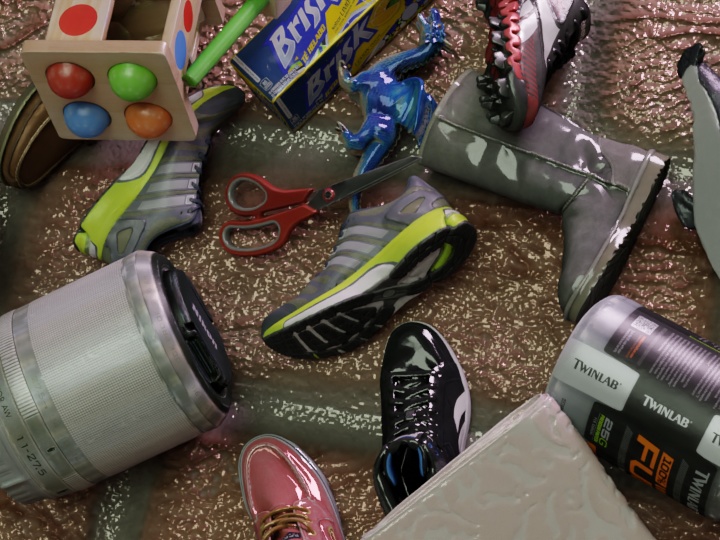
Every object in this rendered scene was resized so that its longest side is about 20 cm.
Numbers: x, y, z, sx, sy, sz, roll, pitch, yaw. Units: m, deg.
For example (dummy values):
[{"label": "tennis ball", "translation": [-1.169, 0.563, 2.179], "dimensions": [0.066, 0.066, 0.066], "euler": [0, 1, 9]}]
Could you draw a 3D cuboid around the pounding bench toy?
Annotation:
[{"label": "pounding bench toy", "translation": [-0.164, -0.194, 1.710], "dimensions": [0.199, 0.124, 0.157], "euler": [2, 59, 12]}]

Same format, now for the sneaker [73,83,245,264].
[{"label": "sneaker", "translation": [-0.160, -0.076, 1.779], "dimensions": [0.081, 0.074, 0.200], "euler": [37, 87, 7]}]

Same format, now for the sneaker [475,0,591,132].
[{"label": "sneaker", "translation": [0.149, -0.195, 1.710], "dimensions": [0.097, 0.071, 0.201], "euler": [10, 49, -8]}]

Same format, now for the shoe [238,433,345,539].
[{"label": "shoe", "translation": [-0.052, 0.213, 1.635], "dimensions": [0.071, 0.091, 0.201], "euler": [-27, 68, 4]}]

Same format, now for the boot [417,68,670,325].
[{"label": "boot", "translation": [0.137, -0.065, 1.691], "dimensions": [0.199, 0.073, 0.182], "euler": [24, 66, 13]}]

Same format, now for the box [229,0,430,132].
[{"label": "box", "translation": [-0.017, -0.220, 1.780], "dimensions": [0.200, 0.070, 0.064], "euler": [-45, 65, -3]}]

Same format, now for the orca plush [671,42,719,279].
[{"label": "orca plush", "translation": [0.308, -0.085, 1.672], "dimensions": [0.105, 0.071, 0.201], "euler": [-47, 52, 45]}]

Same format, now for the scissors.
[{"label": "scissors", "translation": [-0.035, -0.054, 1.733], "dimensions": [0.199, 0.014, 0.074], "euler": [-5, 84, 26]}]

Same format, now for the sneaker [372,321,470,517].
[{"label": "sneaker", "translation": [0.047, 0.125, 1.628], "dimensions": [0.073, 0.112, 0.201], "euler": [-9, 70, 10]}]

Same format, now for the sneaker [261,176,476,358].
[{"label": "sneaker", "translation": [0.000, 0.000, 1.701], "dimensions": [0.200, 0.074, 0.081], "euler": [-34, 52, 5]}]

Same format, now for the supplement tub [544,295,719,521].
[{"label": "supplement tub", "translation": [0.252, 0.113, 1.575], "dimensions": [0.199, 0.123, 0.123], "euler": [29, 81, 22]}]

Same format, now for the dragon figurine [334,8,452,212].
[{"label": "dragon figurine", "translation": [0.033, -0.133, 1.745], "dimensions": [0.099, 0.059, 0.201], "euler": [-3, 70, 14]}]

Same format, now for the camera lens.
[{"label": "camera lens", "translation": [-0.217, 0.088, 1.682], "dimensions": [0.199, 0.160, 0.161], "euler": [-25, 68, 5]}]

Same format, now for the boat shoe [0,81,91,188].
[{"label": "boat shoe", "translation": [-0.249, -0.151, 1.816], "dimensions": [0.068, 0.072, 0.200], "euler": [31, 82, 22]}]

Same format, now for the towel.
[{"label": "towel", "translation": [0.126, 0.227, 1.570], "dimensions": [0.191, 0.032, 0.200], "euler": [-37, 101, 1]}]
